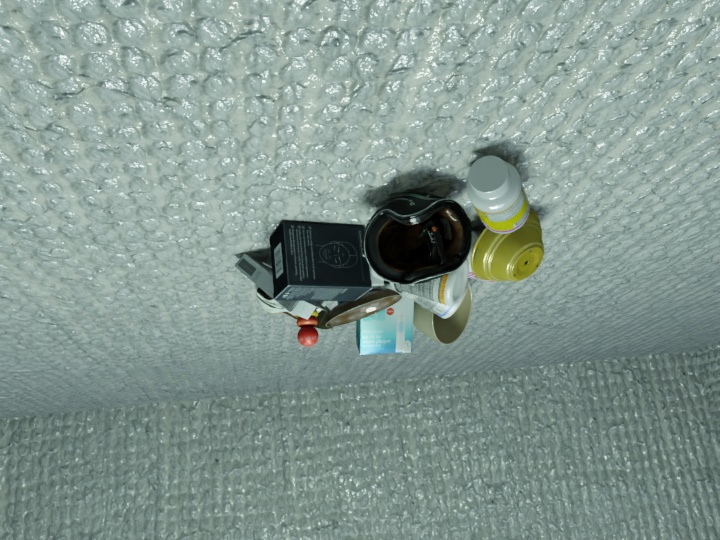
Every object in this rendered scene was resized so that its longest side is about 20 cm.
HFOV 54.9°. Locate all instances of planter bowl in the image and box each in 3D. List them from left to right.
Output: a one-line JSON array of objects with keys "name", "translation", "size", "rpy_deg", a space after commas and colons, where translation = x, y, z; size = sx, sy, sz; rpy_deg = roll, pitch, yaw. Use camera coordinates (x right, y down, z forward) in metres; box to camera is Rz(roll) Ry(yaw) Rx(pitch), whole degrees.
[{"name": "planter bowl", "translation": [0.355, -0.038, 1.578], "size": [0.200, 0.083, 0.201], "rpy_deg": [-20, 133, -22]}]

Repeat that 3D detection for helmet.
[{"name": "helmet", "translation": [0.106, -0.064, 1.407], "size": [0.199, 0.201, 0.190], "rpy_deg": [11, 170, -42]}]

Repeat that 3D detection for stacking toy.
[{"name": "stacking toy", "translation": [-0.137, 0.095, 1.775], "size": [0.085, 0.201, 0.085], "rpy_deg": [-6, 162, -2]}]

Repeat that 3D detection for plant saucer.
[{"name": "plant saucer", "translation": [0.005, 0.087, 1.689], "size": [0.199, 0.032, 0.200], "rpy_deg": [-19, 169, -4]}]

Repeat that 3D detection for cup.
[{"name": "cup", "translation": [0.206, 0.098, 1.973], "size": [0.143, 0.201, 0.200], "rpy_deg": [12, 177, 39]}]

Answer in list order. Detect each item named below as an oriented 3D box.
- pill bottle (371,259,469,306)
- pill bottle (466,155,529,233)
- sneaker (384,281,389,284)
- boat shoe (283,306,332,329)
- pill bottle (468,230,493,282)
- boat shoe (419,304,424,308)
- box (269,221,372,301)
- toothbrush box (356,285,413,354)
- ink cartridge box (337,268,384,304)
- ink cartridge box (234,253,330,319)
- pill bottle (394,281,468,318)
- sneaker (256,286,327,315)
[{"name": "pill bottle", "translation": [0.132, -0.002, 1.544], "size": [0.199, 0.117, 0.116], "rpy_deg": [18, 171, 23]}, {"name": "pill bottle", "translation": [0.265, -0.149, 1.343], "size": [0.104, 0.105, 0.200], "rpy_deg": [-13, 160, 17]}, {"name": "sneaker", "translation": [0.105, 0.005, 1.793], "size": [0.199, 0.076, 0.076], "rpy_deg": [-7, 161, 4]}, {"name": "boat shoe", "translation": [-0.153, 0.111, 1.952], "size": [0.199, 0.072, 0.068], "rpy_deg": [24, 174, 14]}, {"name": "pill bottle", "translation": [0.264, -0.038, 1.657], "size": [0.199, 0.114, 0.113], "rpy_deg": [10, 156, -40]}, {"name": "boat shoe", "translation": [0.204, 0.034, 1.814], "size": [0.200, 0.062, 0.073], "rpy_deg": [-33, 177, -41]}, {"name": "box", "translation": [-0.090, -0.017, 1.538], "size": [0.199, 0.149, 0.107], "rpy_deg": [2, 160, -24]}, {"name": "toothbrush box", "translation": [0.065, 0.115, 1.856], "size": [0.146, 0.201, 0.085], "rpy_deg": [-1, -164, -8]}, {"name": "ink cartridge box", "translation": [0.000, 0.000, 1.672], "size": [0.068, 0.117, 0.200], "rpy_deg": [-1, 161, -21]}, {"name": "ink cartridge box", "translation": [-0.185, 0.047, 1.667], "size": [0.044, 0.200, 0.174], "rpy_deg": [-54, 154, 0]}, {"name": "pill bottle", "translation": [0.151, 0.021, 1.685], "size": [0.199, 0.114, 0.114], "rpy_deg": [31, 153, -8]}, {"name": "sneaker", "translation": [-0.189, 0.073, 1.854], "size": [0.199, 0.076, 0.088], "rpy_deg": [-2, 142, 18]}]
